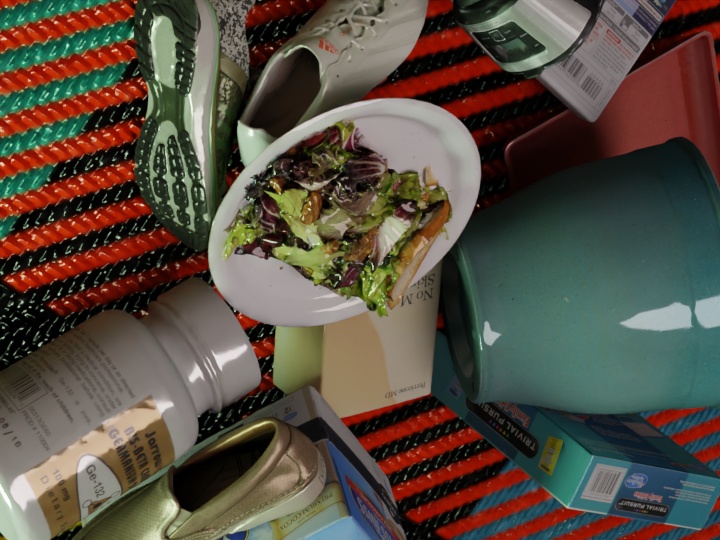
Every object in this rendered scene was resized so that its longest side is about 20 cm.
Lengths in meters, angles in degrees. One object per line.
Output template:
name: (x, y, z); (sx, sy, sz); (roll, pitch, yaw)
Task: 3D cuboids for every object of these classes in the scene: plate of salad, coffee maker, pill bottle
plate of salad: (-0.006, -0.030, 1.602); (0.199, 0.048, 0.200); (-17, 139, -16)
coffee maker: (0.080, -0.254, 1.563); (0.200, 0.135, 0.192); (30, 89, -33)
pill bottle: (-0.173, 0.092, 1.620); (0.200, 0.114, 0.115); (-32, 130, -18)

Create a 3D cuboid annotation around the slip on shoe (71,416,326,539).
slip on shoe: (-0.122, 0.159, 1.624); (0.200, 0.076, 0.061); (-23, 139, 13)

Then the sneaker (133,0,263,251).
sneaker: (-0.096, -0.105, 1.597); (0.088, 0.077, 0.201); (-23, 131, -37)

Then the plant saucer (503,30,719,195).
plant saucer: (0.197, -0.068, 1.855); (0.200, 0.037, 0.200); (-30, 130, -19)

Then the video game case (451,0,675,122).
video game case: (0.155, -0.233, 1.715); (0.200, 0.023, 0.182); (37, 85, -37)

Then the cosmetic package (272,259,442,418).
cosmetic package: (0.000, 0.000, 1.724); (0.105, 0.071, 0.201); (-15, 123, -29)

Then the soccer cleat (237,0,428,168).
soccer cleat: (-0.015, -0.146, 1.601); (0.200, 0.069, 0.078); (-57, 157, -17)

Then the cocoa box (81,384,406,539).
cocoa box: (-0.078, 0.205, 1.700); (0.200, 0.131, 0.133); (-28, 134, 9)

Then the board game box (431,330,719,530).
board game box: (0.158, 0.122, 1.824); (0.151, 0.200, 0.047); (14, 106, -40)

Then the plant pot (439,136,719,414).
plant pot: (0.158, 0.017, 1.735); (0.187, 0.200, 0.201); (-10, 123, -8)
